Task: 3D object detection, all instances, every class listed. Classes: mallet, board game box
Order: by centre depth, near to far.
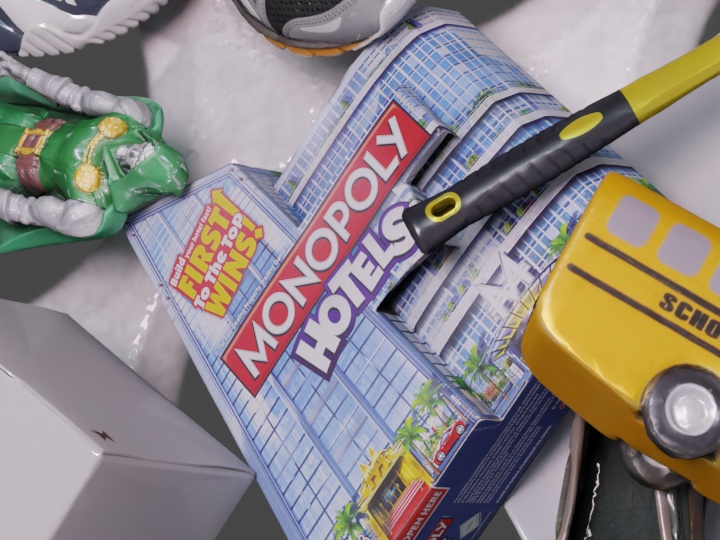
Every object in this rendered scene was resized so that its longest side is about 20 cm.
[{"bbox_3d":[0.101,-0.072,0.828,0.199,0.041,0.066,-24,65,2],"label":"mallet"},{"bbox_3d":[0.000,0.000,0.900,0.200,0.061,0.201,44,111,31],"label":"board game box"}]

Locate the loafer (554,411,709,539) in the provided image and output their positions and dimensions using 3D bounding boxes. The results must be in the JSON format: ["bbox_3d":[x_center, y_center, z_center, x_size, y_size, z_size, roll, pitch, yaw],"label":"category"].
[{"bbox_3d":[0.091,0.104,0.803,0.071,0.063,0.202,-5,70,34],"label":"loafer"}]

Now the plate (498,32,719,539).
[{"bbox_3d":[0.133,0.037,0.860,0.200,0.032,0.200,-40,64,23],"label":"plate"}]

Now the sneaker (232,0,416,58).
[{"bbox_3d":[-0.048,-0.157,0.926,0.078,0.077,0.200,-48,53,-3],"label":"sneaker"}]

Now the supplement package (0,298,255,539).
[{"bbox_3d":[-0.158,0.123,0.872,0.121,0.120,0.201,37,99,27],"label":"supplement package"}]

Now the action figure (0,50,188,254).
[{"bbox_3d":[-0.149,-0.050,0.968,0.199,0.055,0.119,6,68,37],"label":"action figure"}]

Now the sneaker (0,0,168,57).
[{"bbox_3d":[-0.179,-0.171,1.000,0.198,0.130,0.080,12,56,28],"label":"sneaker"}]

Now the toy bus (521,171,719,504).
[{"bbox_3d":[0.150,0.052,0.753,0.199,0.065,0.079,29,76,6],"label":"toy bus"}]
